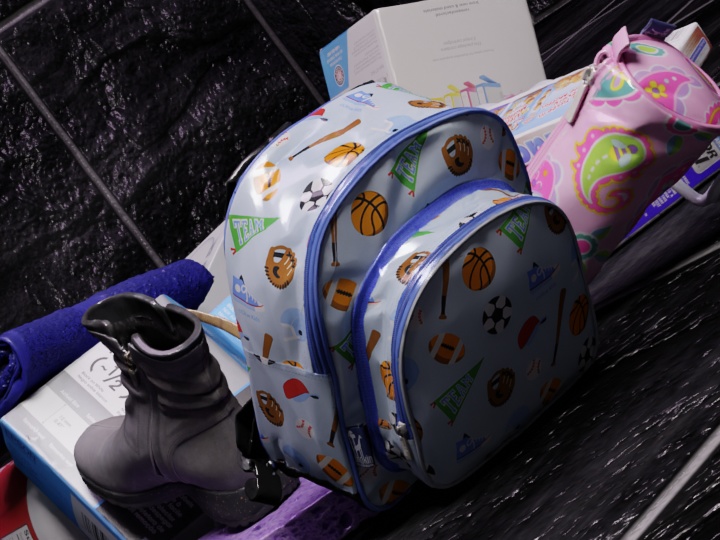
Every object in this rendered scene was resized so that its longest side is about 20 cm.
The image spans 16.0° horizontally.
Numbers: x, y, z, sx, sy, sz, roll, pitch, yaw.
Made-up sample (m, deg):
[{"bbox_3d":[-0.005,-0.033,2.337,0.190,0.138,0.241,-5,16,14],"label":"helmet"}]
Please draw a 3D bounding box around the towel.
[{"bbox_3d":[-0.195,0.065,1.686,0.148,0.050,0.200,-39,-8,39],"label":"towel"}]

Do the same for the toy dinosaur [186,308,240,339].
[{"bbox_3d":[-0.032,0.061,1.547,0.060,0.106,0.200,-44,26,-12],"label":"toy dinosaur"}]

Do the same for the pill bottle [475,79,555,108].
[{"bbox_3d":[0.083,-0.046,1.791,0.200,0.112,0.112,-39,6,-27],"label":"pill bottle"}]

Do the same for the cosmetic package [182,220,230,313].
[{"bbox_3d":[-0.136,0.069,1.833,0.151,0.052,0.200,-44,18,49],"label":"cosmetic package"}]

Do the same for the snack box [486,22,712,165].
[{"bbox_3d":[0.132,-0.102,1.659,0.200,0.024,0.072,-20,24,42],"label":"snack box"}]

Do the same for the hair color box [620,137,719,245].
[{"bbox_3d":[0.137,-0.040,1.657,0.200,0.065,0.109,-36,6,-5],"label":"hair color box"}]

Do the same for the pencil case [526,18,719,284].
[{"bbox_3d":[0.122,-0.044,1.439,0.200,0.087,0.087,-53,-4,30],"label":"pencil case"}]

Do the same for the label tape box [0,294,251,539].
[{"bbox_3d":[-0.103,0.091,1.610,0.200,0.143,0.066,-40,-28,-19],"label":"label tape box"}]

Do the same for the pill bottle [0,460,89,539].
[{"bbox_3d":[-0.195,0.169,1.726,0.200,0.112,0.112,-31,8,45],"label":"pill bottle"}]

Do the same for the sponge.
[{"bbox_3d":[-0.052,0.150,1.426,0.200,0.030,0.112,-35,7,10],"label":"sponge"}]

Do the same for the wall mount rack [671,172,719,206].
[{"bbox_3d":[0.243,-0.129,1.482,0.200,0.075,0.174,-38,-17,-46],"label":"wall mount rack"}]

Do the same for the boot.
[{"bbox_3d":[-0.121,0.069,1.465,0.070,0.132,0.200,-42,25,-30],"label":"boot"}]

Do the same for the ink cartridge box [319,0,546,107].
[{"bbox_3d":[0.068,-0.095,1.926,0.125,0.200,0.129,-13,-4,-22],"label":"ink cartridge box"}]

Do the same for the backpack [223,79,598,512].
[{"bbox_3d":[0.020,0.007,1.306,0.154,0.191,0.200,9,40,43],"label":"backpack"}]
